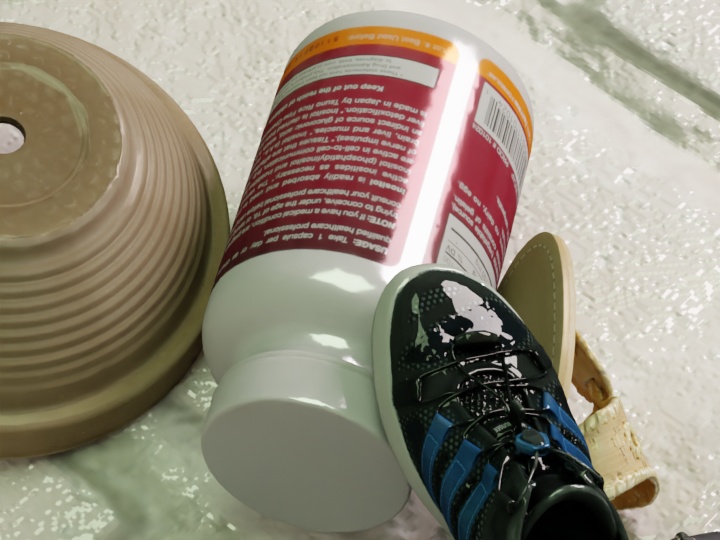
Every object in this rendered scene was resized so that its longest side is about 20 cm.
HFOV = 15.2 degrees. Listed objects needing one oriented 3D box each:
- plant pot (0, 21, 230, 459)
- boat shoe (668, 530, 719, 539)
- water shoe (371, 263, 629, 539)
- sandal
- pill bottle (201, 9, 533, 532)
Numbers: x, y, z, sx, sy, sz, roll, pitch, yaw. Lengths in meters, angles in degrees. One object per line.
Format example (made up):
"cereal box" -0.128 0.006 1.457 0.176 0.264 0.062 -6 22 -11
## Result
"plant pot" -0.148 -0.032 1.113 0.199 0.093 0.202 5 60 -9
"boat shoe" 0.161 0.171 0.979 0.062 0.073 0.201 -18 48 -9
"water shoe" 0.065 0.078 0.971 0.071 0.079 0.201 -12 70 -24
"sandal" 0.083 0.091 1.065 0.069 0.078 0.213 22 55 -21
"pill bottle" 0.000 0.000 1.097 0.112 0.113 0.201 9 51 9
